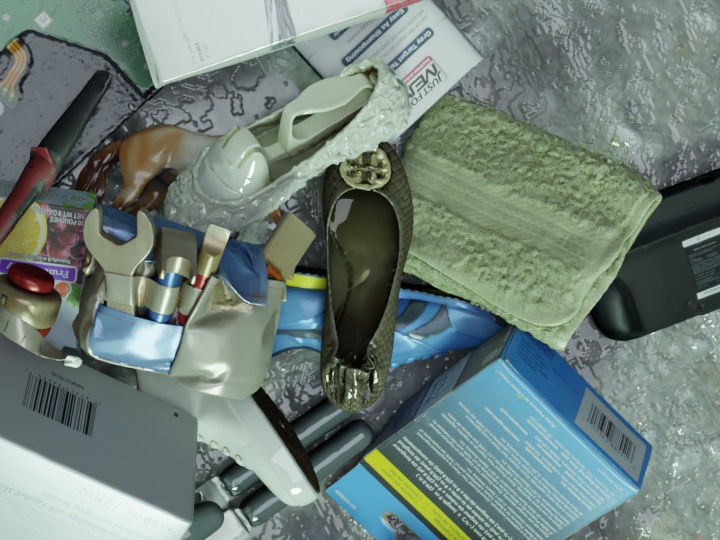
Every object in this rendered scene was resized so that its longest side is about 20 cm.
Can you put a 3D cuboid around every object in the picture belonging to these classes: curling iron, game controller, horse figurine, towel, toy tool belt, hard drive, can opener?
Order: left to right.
[{"bbox_3d":[-0.239,-0.136,1.145,0.200,0.038,0.140,-44,99,-6],"label":"hard drive"},{"bbox_3d":[-0.223,-0.072,1.070,0.049,0.026,0.200,31,56,4],"label":"curling iron"},{"bbox_3d":[-0.136,-0.001,1.048,0.199,0.125,0.123,15,105,-23],"label":"toy tool belt"},{"bbox_3d":[-0.120,-0.059,1.158,0.199,0.050,0.133,3,77,-3],"label":"horse figurine"},{"bbox_3d":[-0.078,0.164,1.174,0.200,0.066,0.053,-35,96,-13],"label":"can opener"},{"bbox_3d":[0.103,-0.043,1.157,0.200,0.037,0.149,27,78,28],"label":"towel"},{"bbox_3d":[0.266,-0.019,1.249,0.199,0.042,0.105,-20,110,-9],"label":"game controller"}]

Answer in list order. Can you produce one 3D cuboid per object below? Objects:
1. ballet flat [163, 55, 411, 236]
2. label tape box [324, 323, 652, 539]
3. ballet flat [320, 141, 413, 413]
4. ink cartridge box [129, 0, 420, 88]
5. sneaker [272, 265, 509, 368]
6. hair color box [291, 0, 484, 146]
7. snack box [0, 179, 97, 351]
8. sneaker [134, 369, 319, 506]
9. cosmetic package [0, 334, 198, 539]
[{"bbox_3d":[-0.057,-0.090,1.107,0.200,0.072,0.072,-32,97,-7],"label":"ballet flat"},{"bbox_3d":[0.093,0.146,1.190,0.144,0.063,0.200,44,125,-9],"label":"label tape box"},{"bbox_3d":[0.000,0.000,1.126,0.067,0.046,0.201,5,82,4],"label":"ballet flat"},{"bbox_3d":[-0.050,-0.192,1.062,0.199,0.147,0.083,-18,99,0],"label":"ink cartridge box"},{"bbox_3d":[0.022,0.046,1.187,0.199,0.066,0.079,8,93,-9],"label":"sneaker"},{"bbox_3d":[-0.014,-0.197,1.168,0.100,0.061,0.200,-42,98,3],"label":"hair color box"},{"bbox_3d":[-0.266,0.038,1.113,0.142,0.053,0.201,8,105,-7],"label":"snack box"},{"bbox_3d":[-0.110,0.105,1.143,0.085,0.073,0.200,-42,69,1],"label":"sneaker"},{"bbox_3d":[-0.243,0.163,1.063,0.199,0.123,0.200,27,115,-17],"label":"cosmetic package"}]
